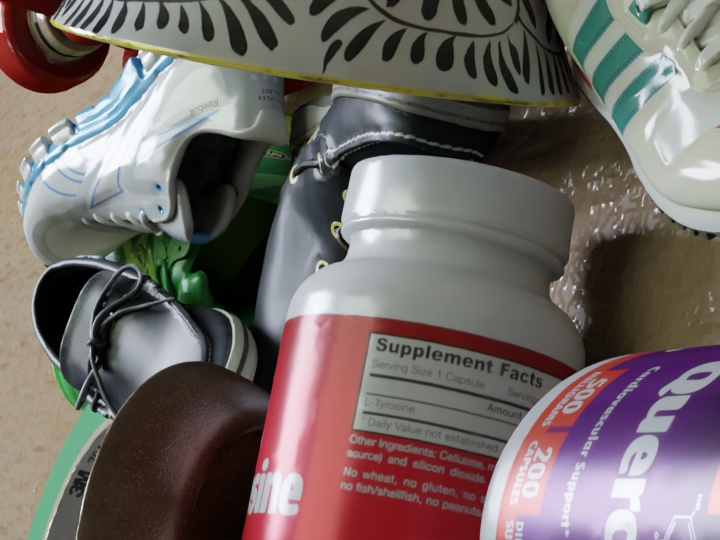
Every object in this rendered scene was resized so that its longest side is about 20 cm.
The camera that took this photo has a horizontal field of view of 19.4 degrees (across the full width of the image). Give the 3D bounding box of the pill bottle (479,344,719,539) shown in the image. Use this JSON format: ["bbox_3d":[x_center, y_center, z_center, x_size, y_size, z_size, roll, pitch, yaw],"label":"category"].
[{"bbox_3d":[0.119,0.071,0.520,0.200,0.112,0.113,-14,63,65],"label":"pill bottle"}]

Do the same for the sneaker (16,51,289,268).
[{"bbox_3d":[-0.099,-0.041,0.991,0.200,0.075,0.087,-42,54,43],"label":"sneaker"}]

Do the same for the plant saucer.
[{"bbox_3d":[-0.044,0.133,0.807,0.032,0.200,0.201,-8,62,26],"label":"plant saucer"}]

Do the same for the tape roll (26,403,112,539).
[{"bbox_3d":[-0.109,0.144,1.011,0.200,0.048,0.201,-42,37,43],"label":"tape roll"}]

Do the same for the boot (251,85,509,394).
[{"bbox_3d":[0.001,0.000,0.891,0.203,0.073,0.155,170,112,-75],"label":"boot"}]

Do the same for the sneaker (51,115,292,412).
[{"bbox_3d":[-0.092,0.006,1.070,0.200,0.074,0.084,-49,33,23],"label":"sneaker"}]

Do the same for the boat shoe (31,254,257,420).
[{"bbox_3d":[-0.102,0.037,0.950,0.075,0.062,0.200,-65,27,3],"label":"boat shoe"}]

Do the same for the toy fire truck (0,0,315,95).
[{"bbox_3d":[-0.100,-0.173,1.085,0.112,0.199,0.169,-17,64,50],"label":"toy fire truck"}]

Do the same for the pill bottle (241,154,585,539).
[{"bbox_3d":[0.019,0.066,0.755,0.112,0.112,0.201,-15,61,64],"label":"pill bottle"}]

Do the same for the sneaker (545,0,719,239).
[{"bbox_3d":[0.098,-0.084,0.673,0.070,0.094,0.200,-30,28,1],"label":"sneaker"}]

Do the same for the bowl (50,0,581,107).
[{"bbox_3d":[-0.009,-0.122,0.780,0.201,0.199,0.095,-149,67,-67],"label":"bowl"}]
